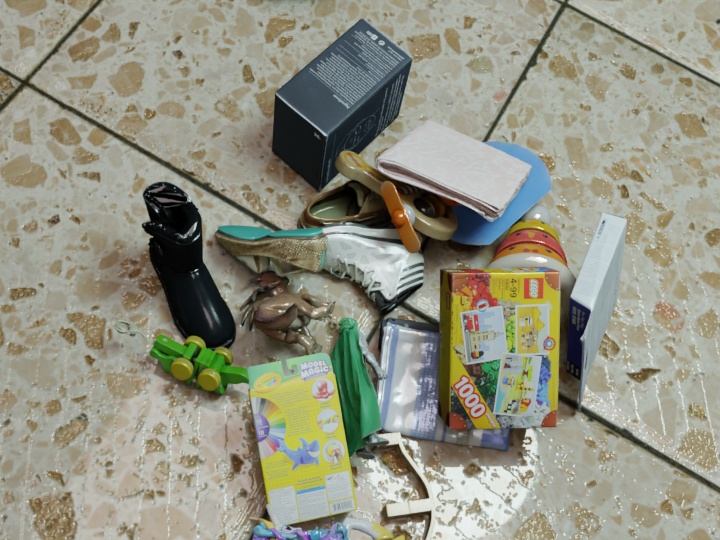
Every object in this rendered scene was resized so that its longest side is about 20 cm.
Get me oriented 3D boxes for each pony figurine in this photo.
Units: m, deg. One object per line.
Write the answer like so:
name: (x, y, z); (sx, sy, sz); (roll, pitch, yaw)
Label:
pony figurine: (-0.045, 0.379, 1.118); (0.196, 0.168, 0.196); (8, 52, -5)

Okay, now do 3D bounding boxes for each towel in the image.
towel: (0.117, 0.160, 1.297); (0.196, 0.024, 0.150); (10, 79, -4)
towel: (0.139, -0.147, 1.355); (0.189, 0.033, 0.200); (26, 31, 13)

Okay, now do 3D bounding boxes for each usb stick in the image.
usb stick: (0.124, 0.105, 1.338); (0.196, 0.033, 0.056); (9, 64, -3)

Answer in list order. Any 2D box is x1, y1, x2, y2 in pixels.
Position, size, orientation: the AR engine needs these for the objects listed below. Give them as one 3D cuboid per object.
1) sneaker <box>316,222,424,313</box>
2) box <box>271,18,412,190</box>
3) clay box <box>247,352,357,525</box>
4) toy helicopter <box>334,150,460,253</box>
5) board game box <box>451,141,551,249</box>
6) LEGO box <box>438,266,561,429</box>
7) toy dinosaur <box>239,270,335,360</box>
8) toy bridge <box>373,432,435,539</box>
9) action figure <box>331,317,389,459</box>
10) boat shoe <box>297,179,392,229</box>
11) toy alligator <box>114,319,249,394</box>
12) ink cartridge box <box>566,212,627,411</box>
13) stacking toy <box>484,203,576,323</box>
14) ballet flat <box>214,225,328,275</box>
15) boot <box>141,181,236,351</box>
sneaker: (0.000, 0.000, 1.347); (0.196, 0.076, 0.117); (-1, 62, -12)
box: (-0.030, -0.249, 1.423); (0.107, 0.149, 0.200); (39, 65, 12)
clay box: (-0.077, 0.214, 1.207); (0.113, 0.048, 0.204); (-9, 87, -9)
toy helicopter: (0.048, -0.103, 1.334); (0.198, 0.079, 0.133); (31, 36, -2)
board game box: (0.192, -0.111, 1.445); (0.199, 0.039, 0.158); (-40, 53, -14)
LEGO box: (0.181, 0.100, 1.241); (0.146, 0.077, 0.204); (-1, 96, -6)
toy dinosaur: (-0.110, 0.058, 1.265); (0.133, 0.200, 0.087); (21, 92, 4)
toy bridge: (0.064, 0.312, 1.232); (0.066, 0.027, 0.203); (-5, 66, -11)
action figure: (-0.004, 0.149, 1.272); (0.054, 0.118, 0.203); (10, 52, -29)
boat shoe: (0.000, -0.099, 1.396); (0.198, 0.074, 0.076); (-27, 71, -19)
toy alligator: (-0.239, 0.123, 1.265); (0.197, 0.055, 0.060); (21, 36, 2)
ink cartridge box: (0.315, 0.059, 1.297); (0.040, 0.201, 0.202); (15, 59, 21)
stacking toy: (0.247, -0.026, 1.387); (0.143, 0.147, 0.202); (14, 45, -1)
ballet flat: (-0.128, -0.026, 1.322); (0.070, 0.198, 0.067); (-19, 110, -48)
boot: (-0.231, -0.002, 1.263); (0.076, 0.169, 0.202); (-25, 71, -19)
